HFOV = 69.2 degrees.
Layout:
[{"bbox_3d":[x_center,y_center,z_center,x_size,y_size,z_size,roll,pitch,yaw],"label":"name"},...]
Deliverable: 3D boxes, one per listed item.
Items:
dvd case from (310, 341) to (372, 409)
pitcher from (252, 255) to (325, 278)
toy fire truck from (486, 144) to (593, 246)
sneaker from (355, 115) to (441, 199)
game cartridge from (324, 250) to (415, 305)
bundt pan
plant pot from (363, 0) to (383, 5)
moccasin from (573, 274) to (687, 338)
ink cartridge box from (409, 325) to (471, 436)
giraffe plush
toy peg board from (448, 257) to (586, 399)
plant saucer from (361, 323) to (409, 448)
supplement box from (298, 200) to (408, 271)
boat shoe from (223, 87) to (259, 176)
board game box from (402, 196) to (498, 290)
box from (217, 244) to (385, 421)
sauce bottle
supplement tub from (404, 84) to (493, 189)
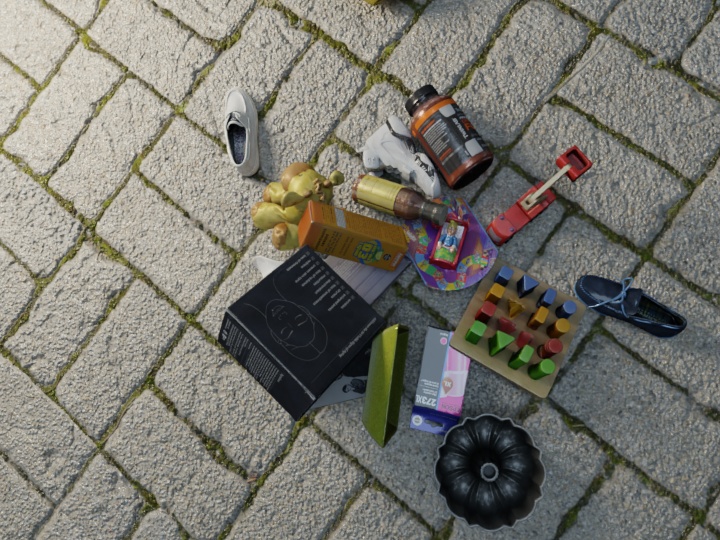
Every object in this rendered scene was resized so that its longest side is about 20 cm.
[{"bbox_3d":[-0.052,0.174,0.991,0.197,0.025,0.153,-6,89,-26],"label":"dvd case"},{"bbox_3d":[-0.135,0.074,1.034,0.168,0.121,0.203,-5,71,8],"label":"pitcher"},{"bbox_3d":[0.326,-0.132,0.977,0.199,0.141,0.049,-40,79,1],"label":"toy fire truck"},{"bbox_3d":[0.076,-0.208,1.061,0.114,0.075,0.202,-32,74,4],"label":"sneaker"},{"bbox_3d":[0.000,0.000,1.028,0.129,0.039,0.200,39,64,15],"label":"game cartridge"},{"bbox_3d":[0.230,0.359,0.955,0.198,0.076,0.206,0,85,5],"label":"bundt pan"},{"bbox_3d":[0.031,-0.646,1.081,0.199,0.200,0.143,-35,105,3],"label":"plant pot"},{"bbox_3d":[0.498,0.054,0.958,0.197,0.068,0.081,21,73,7],"label":"moccasin"},{"bbox_3d":[0.157,0.216,1.012,0.093,0.037,0.204,11,86,9],"label":"ink cartridge box"},{"bbox_3d":[-0.110,-0.135,1.010,0.198,0.163,0.174,28,65,8],"label":"giraffe plush"},{"bbox_3d":[0.297,0.093,0.955,0.198,0.098,0.201,29,76,10],"label":"toy peg board"},{"bbox_3d":[0.046,0.198,0.946,0.047,0.200,0.203,6,83,12],"label":"plant saucer"},{"bbox_3d":[-0.012,-0.062,0.964,0.197,0.067,0.069,12,39,-24],"label":"supplement box"},{"bbox_3d":[-0.264,-0.307,1.126,0.071,0.069,0.204,-4,82,8],"label":"boat shoe"},{"bbox_3d":[0.168,-0.062,1.018,0.156,0.039,0.202,-27,66,-1],"label":"board game box"},{"bbox_3d":[-0.099,0.102,0.884,0.196,0.124,0.200,42,53,8],"label":"box"},{"bbox_3d":[0.077,-0.136,1.032,0.198,0.066,0.067,24,86,25],"label":"sauce bottle"},{"bbox_3d":[0.169,-0.269,1.037,0.106,0.107,0.202,-33,79,3],"label":"supplement tub"}]
